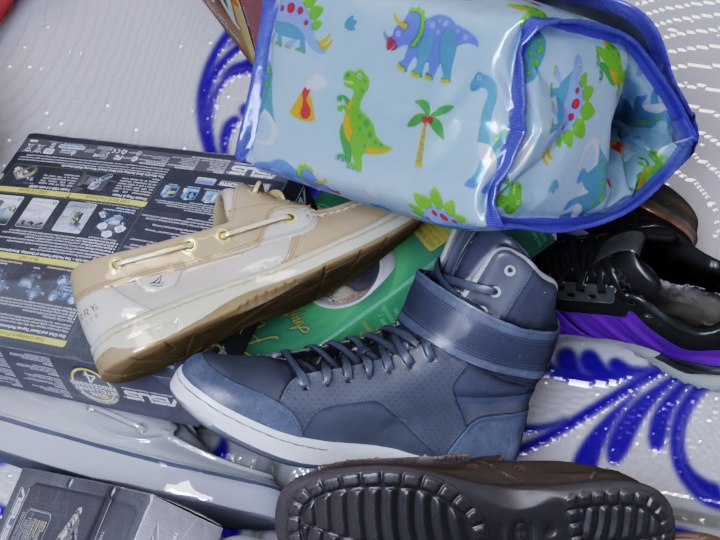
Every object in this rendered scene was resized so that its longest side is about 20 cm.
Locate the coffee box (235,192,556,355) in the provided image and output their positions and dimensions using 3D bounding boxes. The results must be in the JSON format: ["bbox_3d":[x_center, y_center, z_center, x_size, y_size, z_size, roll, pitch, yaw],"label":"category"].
[{"bbox_3d":[0.000,0.000,0.961,0.199,0.044,0.123,-36,38,-4],"label":"coffee box"}]

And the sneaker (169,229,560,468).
[{"bbox_3d":[0.011,0.032,0.864,0.200,0.077,0.148,15,106,-26],"label":"sneaker"}]

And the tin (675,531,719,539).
[{"bbox_3d":[0.142,0.201,0.847,0.111,0.042,0.199,14,36,42],"label":"tin"}]

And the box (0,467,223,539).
[{"bbox_3d":[-0.163,0.207,0.863,0.158,0.048,0.202,-2,63,54],"label":"box"}]

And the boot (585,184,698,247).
[{"bbox_3d":[0.135,-0.089,1.001,0.199,0.075,0.097,32,71,27],"label":"boot"}]

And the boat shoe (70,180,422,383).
[{"bbox_3d":[-0.058,-0.012,0.870,0.199,0.074,0.070,-23,78,-27],"label":"boat shoe"}]

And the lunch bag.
[{"bbox_3d":[0.064,-0.090,0.871,0.169,0.199,0.129,18,100,35],"label":"lunch bag"}]

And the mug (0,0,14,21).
[{"bbox_3d":[-0.299,-0.206,1.095,0.198,0.179,0.134,-16,29,-6],"label":"mug"}]

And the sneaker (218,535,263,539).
[{"bbox_3d":[-0.047,0.236,0.836,0.078,0.095,0.203,-9,93,2],"label":"sneaker"}]

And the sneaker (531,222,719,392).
[{"bbox_3d":[0.139,0.002,0.951,0.198,0.100,0.070,14,66,11],"label":"sneaker"}]

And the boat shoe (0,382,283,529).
[{"bbox_3d":[-0.130,0.095,0.954,0.198,0.074,0.066,15,73,11],"label":"boat shoe"}]

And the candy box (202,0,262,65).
[{"bbox_3d":[-0.103,-0.234,1.071,0.055,0.116,0.201,-34,67,-9],"label":"candy box"}]

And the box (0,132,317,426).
[{"bbox_3d":[-0.144,-0.002,0.966,0.198,0.049,0.162,7,51,26],"label":"box"}]

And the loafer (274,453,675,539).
[{"bbox_3d":[0.055,0.129,0.843,0.197,0.071,0.074,5,98,-5],"label":"loafer"}]
